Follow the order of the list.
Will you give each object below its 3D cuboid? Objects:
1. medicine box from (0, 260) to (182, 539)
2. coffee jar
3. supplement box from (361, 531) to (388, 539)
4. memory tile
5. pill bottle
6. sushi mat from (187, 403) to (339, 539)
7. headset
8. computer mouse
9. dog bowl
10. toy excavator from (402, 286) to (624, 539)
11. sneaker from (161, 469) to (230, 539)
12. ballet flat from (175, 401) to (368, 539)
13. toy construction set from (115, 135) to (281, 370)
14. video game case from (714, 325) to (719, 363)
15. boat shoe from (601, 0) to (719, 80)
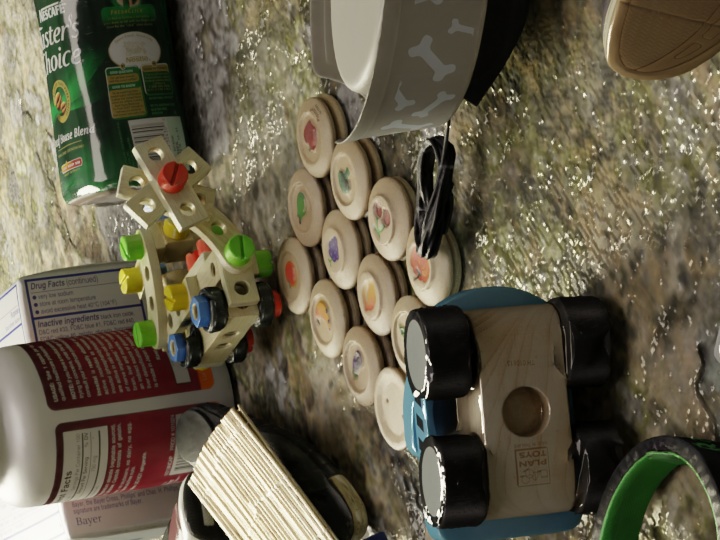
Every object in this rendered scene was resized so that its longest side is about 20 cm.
[{"bbox_3d":[-0.220,0.113,1.802,0.182,0.103,0.201,-30,69,61],"label":"medicine box"},{"bbox_3d":[-0.176,-0.149,1.668,0.104,0.085,0.201,-17,81,63],"label":"coffee jar"},{"bbox_3d":[0.000,0.273,1.368,0.200,0.109,0.110,60,147,20],"label":"supplement box"},{"bbox_3d":[0.000,0.000,1.434,0.200,0.017,0.154,50,139,47],"label":"memory tile"},{"bbox_3d":[-0.197,0.101,1.644,0.113,0.200,0.113,24,117,60],"label":"pill bottle"},{"bbox_3d":[-0.036,0.183,1.487,0.200,0.012,0.096,52,143,15],"label":"sushi mat"},{"bbox_3d":[0.136,0.178,1.123,0.123,0.094,0.201,165,108,-64],"label":"headset"},{"bbox_3d":[0.060,-0.088,1.274,0.059,0.034,0.200,-103,20,-47],"label":"computer mouse"},{"bbox_3d":[0.020,-0.165,1.255,0.200,0.058,0.201,-177,90,-77],"label":"dog bowl"},{"bbox_3d":[0.063,0.107,1.271,0.200,0.100,0.195,173,92,-76],"label":"toy excavator"},{"bbox_3d":[-0.097,0.241,1.641,0.116,0.075,0.201,134,134,-63],"label":"sneaker"},{"bbox_3d":[-0.051,0.128,1.548,0.200,0.057,0.067,27,110,52],"label":"ballet flat"},{"bbox_3d":[-0.109,-0.008,1.563,0.200,0.092,0.131,102,155,-68],"label":"toy construction set"},{"bbox_3d":[0.223,-0.004,0.985,0.182,0.024,0.200,47,136,49],"label":"video game case"},{"bbox_3d":[0.152,-0.172,1.038,0.200,0.072,0.065,106,157,-44],"label":"boat shoe"}]
